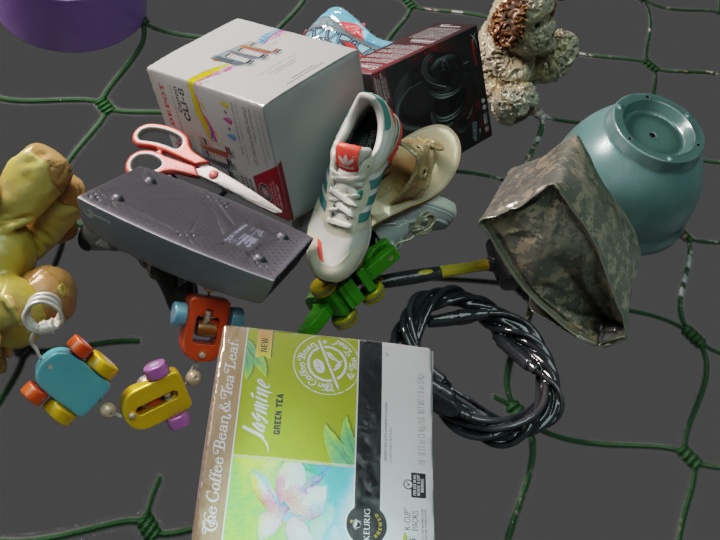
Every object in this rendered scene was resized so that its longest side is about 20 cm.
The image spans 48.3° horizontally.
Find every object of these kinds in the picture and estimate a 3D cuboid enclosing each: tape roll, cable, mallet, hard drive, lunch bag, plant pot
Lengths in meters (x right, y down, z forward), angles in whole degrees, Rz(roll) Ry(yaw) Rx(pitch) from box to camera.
[{"bbox_3d":[-0.389,-0.390,1.072,0.199,0.085,0.200,6,54,-9],"label":"tape roll"},{"bbox_3d":[0.128,0.101,0.865,0.200,0.051,0.163,28,49,11],"label":"cable"},{"bbox_3d":[0.103,0.009,0.929,0.199,0.041,0.066,-16,62,-16],"label":"mallet"},{"bbox_3d":[-0.158,-0.036,0.781,0.200,0.042,0.135,23,25,5],"label":"hard drive"},{"bbox_3d":[0.239,-0.025,0.902,0.200,0.117,0.164,54,34,-11],"label":"lunch bag"},{"bbox_3d":[0.351,-0.138,1.023,0.200,0.134,0.201,6,55,-8],"label":"plant pot"}]

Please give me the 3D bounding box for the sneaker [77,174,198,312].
[{"bbox_3d":[-0.239,-0.019,0.856,0.115,0.075,0.200,-10,48,-13],"label":"sneaker"}]

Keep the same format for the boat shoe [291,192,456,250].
[{"bbox_3d":[0.017,-0.050,0.938,0.200,0.070,0.072,0,74,-13],"label":"boat shoe"}]

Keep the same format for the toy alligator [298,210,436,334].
[{"bbox_3d":[0.000,0.000,0.885,0.200,0.059,0.054,-43,29,-15],"label":"toy alligator"}]

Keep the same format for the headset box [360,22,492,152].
[{"bbox_3d":[0.062,-0.201,0.988,0.200,0.149,0.077,-32,33,-31],"label":"headset box"}]

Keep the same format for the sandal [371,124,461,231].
[{"bbox_3d":[0.044,-0.107,0.888,0.212,0.070,0.078,-38,81,-20],"label":"sandal"}]

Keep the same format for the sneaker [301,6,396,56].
[{"bbox_3d":[-0.002,-0.272,1.090,0.096,0.079,0.200,-42,65,-19],"label":"sneaker"}]

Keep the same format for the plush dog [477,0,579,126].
[{"bbox_3d":[0.215,-0.327,1.103,0.160,0.172,0.200,35,56,13],"label":"plush dog"}]

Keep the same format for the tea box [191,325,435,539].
[{"bbox_3d":[-0.041,0.175,0.715,0.196,0.134,0.200,6,55,-7],"label":"tea box"}]

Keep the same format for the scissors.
[{"bbox_3d":[-0.167,-0.114,0.875,0.199,0.014,0.073,14,66,14],"label":"scissors"}]

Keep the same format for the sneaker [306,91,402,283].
[{"bbox_3d":[-0.016,-0.089,0.818,0.070,0.093,0.200,18,83,16],"label":"sneaker"}]

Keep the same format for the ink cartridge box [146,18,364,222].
[{"bbox_3d":[-0.111,-0.175,0.905,0.200,0.146,0.145,25,51,36],"label":"ink cartridge box"}]

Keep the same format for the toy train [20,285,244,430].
[{"bbox_3d":[-0.216,0.074,0.760,0.199,0.056,0.151,3,98,-25],"label":"toy train"}]

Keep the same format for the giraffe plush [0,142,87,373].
[{"bbox_3d":[-0.340,0.001,0.765,0.200,0.173,0.162,-26,71,-11],"label":"giraffe plush"}]
